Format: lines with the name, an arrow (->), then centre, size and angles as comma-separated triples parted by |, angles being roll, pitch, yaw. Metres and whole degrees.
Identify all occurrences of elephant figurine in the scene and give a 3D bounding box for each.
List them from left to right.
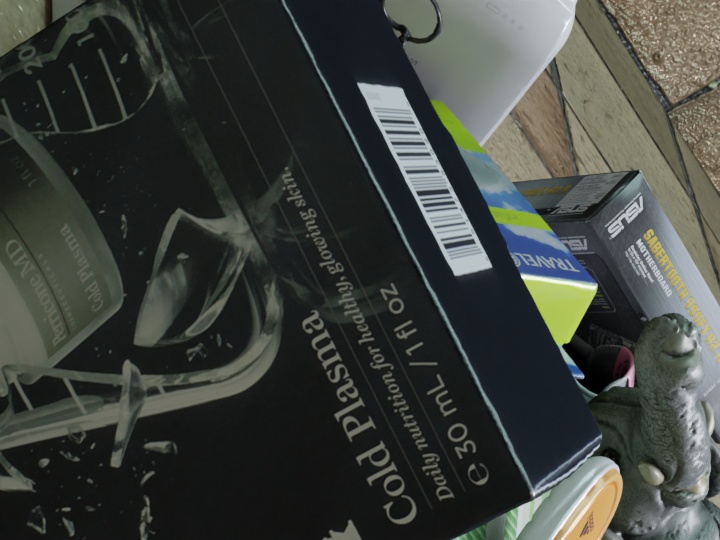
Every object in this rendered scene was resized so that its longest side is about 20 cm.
elephant figurine -> 0.144, 0.118, 0.996 | 0.201, 0.154, 0.142 | 61, 19, -10

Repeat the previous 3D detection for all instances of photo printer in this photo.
photo printer -> 0.030, -0.150, 1.136 | 0.165, 0.200, 0.070 | 28, 61, -7

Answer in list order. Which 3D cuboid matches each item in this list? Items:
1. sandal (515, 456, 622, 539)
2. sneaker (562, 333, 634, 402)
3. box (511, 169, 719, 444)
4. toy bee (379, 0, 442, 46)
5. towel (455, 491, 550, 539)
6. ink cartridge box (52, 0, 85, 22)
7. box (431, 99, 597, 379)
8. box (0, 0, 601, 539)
sandal -> 0.066, 0.167, 0.792 | 0.059, 0.207, 0.079 | 26, -23, 27
sneaker -> 0.131, 0.087, 1.088 | 0.200, 0.082, 0.071 | 48, 22, -36
box -> 0.126, 0.023, 1.139 | 0.159, 0.048, 0.199 | 56, -26, -17
toy bee -> -0.073, -0.158, 1.042 | 0.109, 0.199, 0.132 | -44, 131, -29
towel -> 0.054, 0.089, 0.856 | 0.200, 0.023, 0.154 | 46, 48, -64
ink cartridge box -> -0.091, -0.080, 0.977 | 0.160, 0.047, 0.201 | 49, 22, -38
box -> 0.035, -0.026, 1.014 | 0.121, 0.048, 0.200 | 6, 34, -37
box -> -0.057, 0.020, 0.644 | 0.201, 0.196, 0.124 | 62, 17, 6
